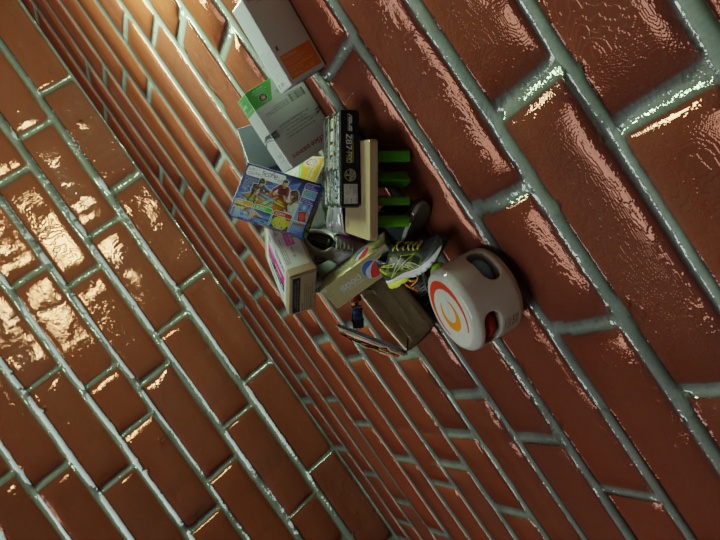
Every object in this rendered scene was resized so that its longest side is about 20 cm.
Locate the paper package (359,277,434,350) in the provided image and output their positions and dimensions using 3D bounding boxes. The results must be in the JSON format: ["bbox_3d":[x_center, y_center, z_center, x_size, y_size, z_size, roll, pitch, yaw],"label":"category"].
[{"bbox_3d":[0.094,0.101,1.714,0.191,0.103,0.200,51,179,7],"label":"paper package"}]

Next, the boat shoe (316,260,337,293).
[{"bbox_3d":[-0.118,0.033,1.770,0.198,0.072,0.063,-19,146,33],"label":"boat shoe"}]

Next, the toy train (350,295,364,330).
[{"bbox_3d":[-0.013,0.056,1.718,0.046,0.034,0.203,-119,22,-73],"label":"toy train"}]

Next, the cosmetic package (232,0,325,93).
[{"bbox_3d":[-0.174,-0.500,1.472,0.201,0.101,0.071,58,157,-12],"label":"cosmetic package"}]

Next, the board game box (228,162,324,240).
[{"bbox_3d":[-0.200,-0.165,1.626,0.197,0.137,0.034,19,171,14],"label":"board game box"}]

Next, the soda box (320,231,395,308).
[{"bbox_3d":[0.000,0.000,1.610,0.068,0.199,0.064,46,-160,-24],"label":"soda box"}]

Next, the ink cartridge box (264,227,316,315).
[{"bbox_3d":[-0.174,-0.021,1.679,0.166,0.074,0.202,96,153,-53],"label":"ink cartridge box"}]

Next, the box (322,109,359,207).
[{"bbox_3d":[-0.044,-0.238,1.491,0.161,0.048,0.203,-166,75,-72],"label":"box"}]

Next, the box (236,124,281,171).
[{"bbox_3d":[-0.250,-0.271,1.862,0.183,0.103,0.201,82,167,-48],"label":"box"}]

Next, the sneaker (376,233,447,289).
[{"bbox_3d":[0.104,-0.031,1.483,0.085,0.075,0.199,47,132,-7],"label":"sneaker"}]

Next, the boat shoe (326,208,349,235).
[{"bbox_3d":[-0.032,-0.183,1.629,0.065,0.073,0.203,21,117,34],"label":"boat shoe"}]

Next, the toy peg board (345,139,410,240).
[{"bbox_3d":[0.037,-0.175,1.476,0.199,0.096,0.203,-154,63,-73],"label":"toy peg board"}]

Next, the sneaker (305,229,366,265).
[{"bbox_3d":[-0.052,-0.049,1.652,0.197,0.074,0.071,12,170,9],"label":"sneaker"}]

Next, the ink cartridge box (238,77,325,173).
[{"bbox_3d":[-0.171,-0.353,1.614,0.201,0.145,0.084,58,159,-10],"label":"ink cartridge box"}]

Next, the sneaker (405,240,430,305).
[{"bbox_3d":[0.135,0.018,1.632,0.078,0.077,0.201,34,152,34],"label":"sneaker"}]

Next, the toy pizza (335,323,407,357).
[{"bbox_3d":[0.026,0.184,1.739,0.198,0.032,0.200,22,176,2],"label":"toy pizza"}]

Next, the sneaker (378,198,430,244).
[{"bbox_3d":[0.087,-0.121,1.529,0.106,0.074,0.200,48,158,13],"label":"sneaker"}]

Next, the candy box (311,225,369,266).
[{"bbox_3d":[-0.050,-0.053,1.758,0.198,0.061,0.137,-19,126,34],"label":"candy box"}]

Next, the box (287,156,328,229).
[{"bbox_3d":[-0.127,-0.184,1.775,0.100,0.113,0.202,4,137,16],"label":"box"}]

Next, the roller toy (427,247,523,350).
[{"bbox_3d":[0.239,0.058,1.398,0.202,0.138,0.182,64,163,-1],"label":"roller toy"}]
